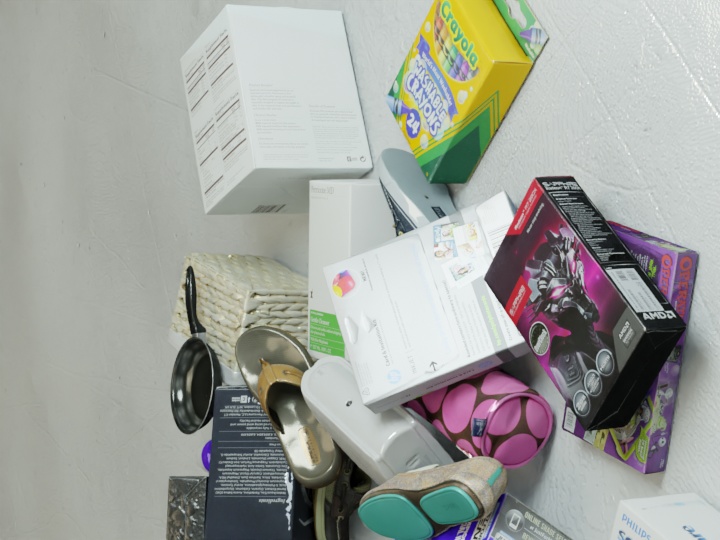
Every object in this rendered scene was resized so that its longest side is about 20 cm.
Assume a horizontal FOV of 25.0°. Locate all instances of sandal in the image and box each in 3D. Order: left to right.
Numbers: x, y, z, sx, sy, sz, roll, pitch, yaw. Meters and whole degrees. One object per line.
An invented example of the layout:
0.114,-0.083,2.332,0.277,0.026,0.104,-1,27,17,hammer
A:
-0.082,0.145,1.785,0.082,0.055,0.200,-26,68,10,sandal

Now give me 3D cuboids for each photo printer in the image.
0.025,0.179,1.695,0.166,0.069,0.200,52,171,-34,photo printer

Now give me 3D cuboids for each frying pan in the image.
-0.200,0.104,1.926,0.115,0.031,0.190,-48,45,44,frying pan

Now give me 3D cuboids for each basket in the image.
-0.131,0.059,1.976,0.200,0.135,0.124,28,111,56,basket

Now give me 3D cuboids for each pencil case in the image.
0.100,0.128,1.615,0.200,0.091,0.094,34,100,58,pencil case

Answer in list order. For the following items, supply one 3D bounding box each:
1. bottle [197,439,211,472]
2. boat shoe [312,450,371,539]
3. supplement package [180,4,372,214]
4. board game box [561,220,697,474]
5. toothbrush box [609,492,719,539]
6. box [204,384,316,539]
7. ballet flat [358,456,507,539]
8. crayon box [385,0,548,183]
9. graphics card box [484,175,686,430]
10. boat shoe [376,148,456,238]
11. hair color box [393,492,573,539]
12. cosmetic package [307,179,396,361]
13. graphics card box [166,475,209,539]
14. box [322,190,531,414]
-0.147,0.237,2.076,0.200,0.065,0.084,-10,79,60,bottle
-0.020,0.245,1.853,0.073,0.065,0.200,-77,-14,-57,boat shoe
-0.101,-0.184,1.890,0.151,0.152,0.200,-35,61,56,supplement package
0.236,0.066,1.442,0.120,0.032,0.200,31,118,59,board game box
0.265,0.306,1.345,0.146,0.085,0.200,38,124,54,toothbrush box
-0.106,0.246,1.868,0.148,0.104,0.200,59,-148,-67,box
0.074,0.213,1.543,0.068,0.067,0.200,54,147,-12,ballet flat
0.102,-0.201,1.638,0.200,0.051,0.126,-62,42,40,crayon box
0.192,0.026,1.426,0.200,0.051,0.126,59,138,37,graphics card box
0.059,-0.036,1.698,0.200,0.071,0.091,59,135,38,boat shoe
0.117,0.283,1.567,0.200,0.109,0.065,-32,26,56,hair color box
0.000,0.000,1.792,0.108,0.085,0.200,6,98,63,cosmetic package
-0.175,0.309,1.907,0.200,0.051,0.126,43,-133,-75,graphics card box
0.077,0.031,1.581,0.200,0.041,0.156,-23,64,11,box
